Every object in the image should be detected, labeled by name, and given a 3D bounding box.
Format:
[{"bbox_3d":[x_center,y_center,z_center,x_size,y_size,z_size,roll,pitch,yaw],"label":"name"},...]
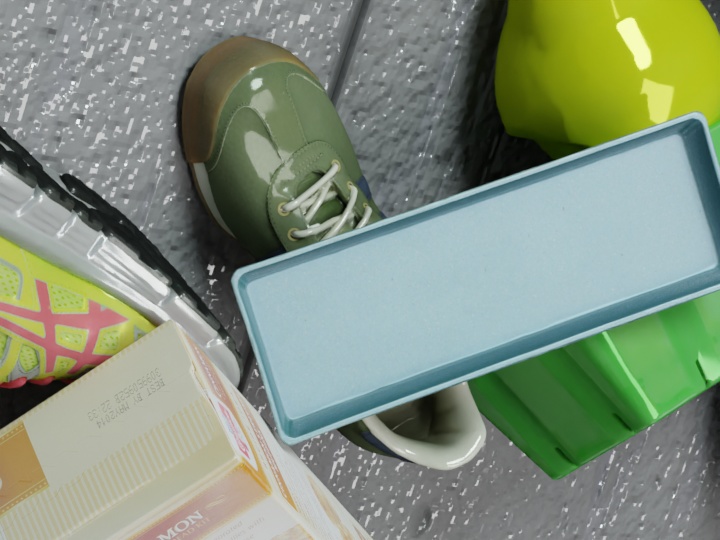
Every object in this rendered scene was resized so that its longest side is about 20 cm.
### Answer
[{"bbox_3d":[0.000,0.000,1.172,0.067,0.090,0.200,-39,132,-22],"label":"sneaker"},{"bbox_3d":[-0.079,0.130,1.124,0.153,0.073,0.200,-32,141,5],"label":"coffeecake box"},{"bbox_3d":[0.108,-0.045,1.248,0.215,0.155,0.216,9,68,-22],"label":"fruit basket"},{"bbox_3d":[-0.122,0.011,1.082,0.090,0.078,0.200,-49,134,3],"label":"sneaker"},{"bbox_3d":[0.050,0.002,1.141,0.200,0.019,0.070,-19,97,-15],"label":"plant saucer"}]
